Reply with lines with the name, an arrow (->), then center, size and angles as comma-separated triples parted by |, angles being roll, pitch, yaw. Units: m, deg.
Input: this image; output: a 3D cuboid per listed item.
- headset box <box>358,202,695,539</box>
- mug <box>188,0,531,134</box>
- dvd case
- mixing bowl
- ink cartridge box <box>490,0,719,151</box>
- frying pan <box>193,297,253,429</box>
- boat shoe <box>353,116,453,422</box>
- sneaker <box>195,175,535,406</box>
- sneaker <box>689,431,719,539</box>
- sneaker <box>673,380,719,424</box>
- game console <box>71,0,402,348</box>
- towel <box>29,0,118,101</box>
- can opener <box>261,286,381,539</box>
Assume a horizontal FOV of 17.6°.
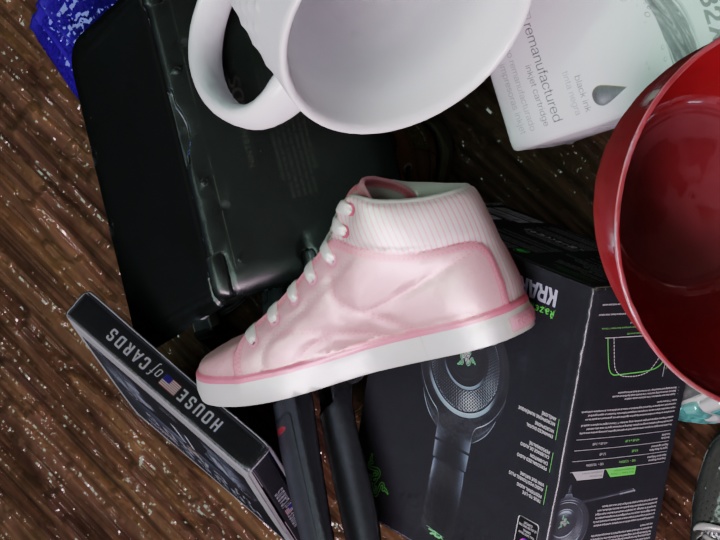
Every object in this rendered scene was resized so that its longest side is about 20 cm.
headset box -> 0.089, 0.079, 1.333 | 0.174, 0.093, 0.201 | 25, 111, 47
mug -> -0.025, -0.165, 1.255 | 0.200, 0.147, 0.176 | -51, 47, 22
dvd case -> -0.099, 0.096, 1.420 | 0.150, 0.200, 0.025 | 39, 78, 19
mixing bowl -> 0.197, -0.034, 1.202 | 0.108, 0.199, 0.201 | -158, 67, -67
ink cartridge box -> 0.165, -0.164, 1.291 | 0.199, 0.084, 0.146 | -17, 88, 29
frying pan -> -0.115, 0.013, 1.503 | 0.115, 0.031, 0.191 | 11, 99, 27
boat shoe -> 0.000, 0.000, 1.414 | 0.072, 0.068, 0.201 | 15, 105, 24
sneaker -> -0.010, 0.006, 1.267 | 0.200, 0.075, 0.105 | -15, 99, 24
sneaker -> 0.206, 0.193, 1.306 | 0.075, 0.115, 0.201 | 3, 100, 28
sneaker -> 0.246, 0.017, 1.294 | 0.200, 0.077, 0.092 | -31, 66, 25
game console -> -0.074, -0.076, 1.369 | 0.175, 0.116, 0.201 | -15, 80, -2
towel -> -0.105, -0.124, 1.446 | 0.148, 0.050, 0.200 | -38, 79, 14
can opener -> -0.024, 0.089, 1.342 | 0.079, 0.063, 0.201 | 123, 146, -66
